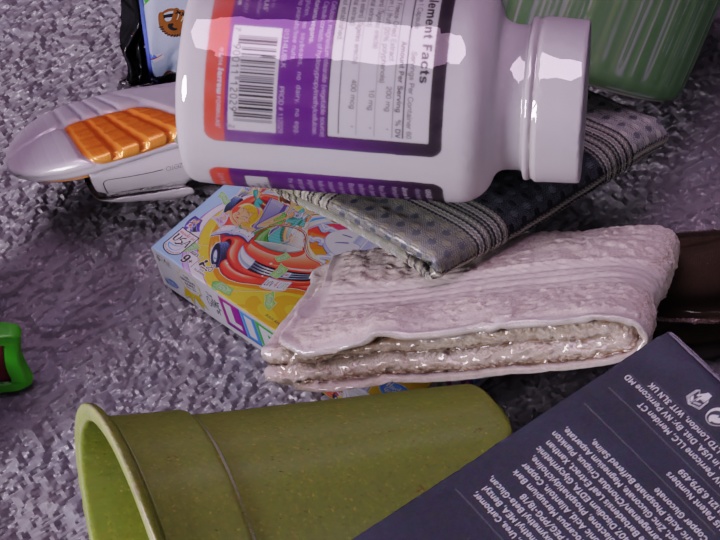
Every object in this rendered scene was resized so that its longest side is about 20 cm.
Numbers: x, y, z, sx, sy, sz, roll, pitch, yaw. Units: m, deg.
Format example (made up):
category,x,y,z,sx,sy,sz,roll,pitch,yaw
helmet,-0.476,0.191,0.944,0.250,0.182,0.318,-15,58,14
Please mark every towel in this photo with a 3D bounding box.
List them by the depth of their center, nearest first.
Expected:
category,x,y,z,sx,sy,sz,roll,pitch,yaw
towel,0.057,0.016,1.293,0.199,0.035,0.133,-6,21,18
towel,0.031,-0.069,1.390,0.200,0.035,0.192,28,43,34

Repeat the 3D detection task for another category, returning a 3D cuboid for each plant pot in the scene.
category,x,y,z,sx,sy,sz,roll,pitch,yaw
plant pot,-0.017,0.137,1.218,0.189,0.200,0.200,-14,46,-16

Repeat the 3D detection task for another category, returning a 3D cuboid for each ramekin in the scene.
category,x,y,z,sx,sy,sz,roll,pitch,yaw
ramekin,0.107,-0.166,1.430,0.200,0.200,0.098,25,101,31

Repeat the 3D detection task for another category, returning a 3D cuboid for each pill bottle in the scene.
category,x,y,z,sx,sy,sz,roll,pitch,yaw
pill bottle,0.014,-0.092,1.294,0.199,0.112,0.112,5,50,6

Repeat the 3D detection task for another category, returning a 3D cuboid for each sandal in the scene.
category,x,y,z,sx,sy,sz,roll,pitch,yaw
sandal,-0.100,-0.072,1.485,0.206,0.059,0.079,-15,31,-2

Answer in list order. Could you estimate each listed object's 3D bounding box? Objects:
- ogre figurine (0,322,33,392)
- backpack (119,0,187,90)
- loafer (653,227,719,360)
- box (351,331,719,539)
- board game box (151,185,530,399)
category,x,y,z,sx,sy,sz,roll,pitch,yaw
ogre figurine,-0.238,0.033,1.392,0.098,0.120,0.200,-23,46,-1
backpack,-0.097,-0.228,1.536,0.154,0.191,0.200,-16,46,1
loafer,0.202,0.000,1.337,0.199,0.071,0.073,0,49,15
box,0.103,0.168,1.130,0.200,0.197,0.117,-32,49,-14
board game box,0.000,0.000,1.416,0.200,0.034,0.134,32,63,35
